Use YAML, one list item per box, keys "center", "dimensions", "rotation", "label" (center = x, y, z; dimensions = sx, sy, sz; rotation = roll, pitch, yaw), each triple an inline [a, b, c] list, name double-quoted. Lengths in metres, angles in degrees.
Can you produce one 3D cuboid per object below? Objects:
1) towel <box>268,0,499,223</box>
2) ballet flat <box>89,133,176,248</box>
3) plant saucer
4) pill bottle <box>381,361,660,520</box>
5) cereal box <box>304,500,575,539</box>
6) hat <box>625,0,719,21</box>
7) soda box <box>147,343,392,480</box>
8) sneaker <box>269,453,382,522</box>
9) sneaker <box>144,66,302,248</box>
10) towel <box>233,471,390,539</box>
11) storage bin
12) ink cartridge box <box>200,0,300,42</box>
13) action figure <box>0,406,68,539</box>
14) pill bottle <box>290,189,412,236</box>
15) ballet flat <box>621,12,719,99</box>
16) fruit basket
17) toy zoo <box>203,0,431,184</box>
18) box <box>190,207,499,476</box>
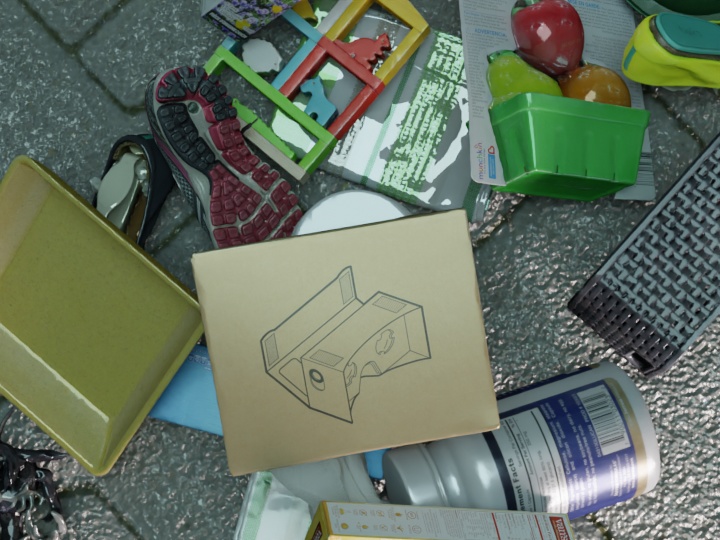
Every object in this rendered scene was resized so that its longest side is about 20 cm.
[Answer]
- center: [0.033, -0.139, 1.430]
  dimensions: [0.200, 0.031, 0.150]
  rotation: [20, 83, 5]
  label: "towel"
- center: [-0.211, -0.023, 1.404]
  dimensions: [0.073, 0.073, 0.200]
  rotation: [21, 84, 5]
  label: "ballet flat"
- center: [-0.227, 0.032, 1.355]
  dimensions: [0.200, 0.048, 0.200]
  rotation: [40, 122, 5]
  label: "plant saucer"
- center: [0.123, 0.151, 1.332]
  dimensions: [0.199, 0.111, 0.111]
  rotation: [-17, 82, -12]
  label: "pill bottle"
- center: [0.048, 0.236, 1.281]
  dimensions: [0.199, 0.144, 0.040]
  rotation: [6, 41, -19]
  label: "cereal box"
- center: [0.286, -0.288, 1.353]
  dimensions: [0.200, 0.176, 0.166]
  rotation: [-39, 85, -10]
  label: "hat"
- center: [-0.068, 0.113, 1.385]
  dimensions: [0.199, 0.064, 0.068]
  rotation: [15, 85, 4]
  label: "soda box"
- center: [-0.011, 0.168, 1.315]
  dimensions: [0.075, 0.089, 0.200]
  rotation: [-11, 122, 20]
  label: "sneaker"
- center: [-0.112, -0.077, 1.401]
  dimensions: [0.081, 0.075, 0.200]
  rotation: [-29, 104, -19]
  label: "sneaker"
- center: [-0.010, 0.253, 1.380]
  dimensions: [0.199, 0.031, 0.150]
  rotation: [17, 86, 2]
  label: "towel"
- center: [0.266, -0.020, 1.352]
  dimensions: [0.094, 0.135, 0.200]
  rotation: [43, 86, 6]
  label: "storage bin"
- center: [-0.044, -0.280, 1.368]
  dimensions: [0.200, 0.050, 0.109]
  rotation: [-29, 46, 33]
  label: "ink cartridge box"
- center: [-0.287, 0.212, 1.363]
  dimensions: [0.119, 0.102, 0.201]
  rotation: [-11, 86, 2]
  label: "action figure"
- center: [0.000, 0.000, 1.328]
  dimensions: [0.114, 0.200, 0.115]
  rotation: [0, 83, 2]
  label: "pill bottle"
- center: [0.296, -0.172, 1.395]
  dimensions: [0.200, 0.067, 0.067]
  rotation: [1, 53, -32]
  label: "ballet flat"
- center: [0.155, -0.157, 1.384]
  dimensions: [0.185, 0.094, 0.201]
  rotation: [4, 69, -31]
  label: "fruit basket"
- center: [-0.034, -0.189, 1.420]
  dimensions: [0.131, 0.020, 0.200]
  rotation: [40, 89, 12]
  label: "toy zoo"
- center: [-0.009, 0.051, 1.214]
  dimensions: [0.199, 0.021, 0.164]
  rotation: [-10, 95, 2]
  label: "box"
